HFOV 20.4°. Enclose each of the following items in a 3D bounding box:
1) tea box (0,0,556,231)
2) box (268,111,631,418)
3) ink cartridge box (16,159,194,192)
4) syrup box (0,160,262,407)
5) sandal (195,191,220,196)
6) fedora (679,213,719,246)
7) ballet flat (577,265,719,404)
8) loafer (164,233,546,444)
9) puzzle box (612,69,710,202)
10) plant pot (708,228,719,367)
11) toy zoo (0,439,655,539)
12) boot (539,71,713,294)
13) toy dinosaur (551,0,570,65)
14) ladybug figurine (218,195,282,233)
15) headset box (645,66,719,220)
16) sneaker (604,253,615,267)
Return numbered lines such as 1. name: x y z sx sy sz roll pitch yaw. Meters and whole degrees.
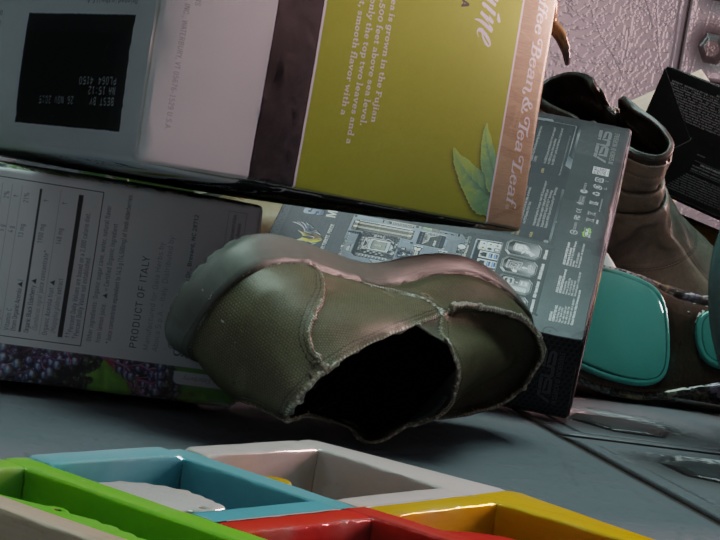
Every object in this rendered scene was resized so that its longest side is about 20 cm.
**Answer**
1. tea box: -0.059 -0.099 0.811 0.196 0.134 0.200 10 0 -42
2. box: 0.043 -0.018 0.983 0.157 0.051 0.200 12 34 7
3. ink cartridge box: -0.130 -0.034 1.054 0.059 0.104 0.200 7 5 -25
4. syrup box: -0.145 -0.003 0.758 0.199 0.082 0.079 8 2 -19
5. sandal: -0.033 -0.005 1.261 0.201 0.057 0.080 24 -9 -29
6. fedora: 0.233 0.017 1.292 0.200 0.082 0.201 22 5 -2
7. ballet flat: 0.158 0.042 1.050 0.200 0.072 0.072 9 4 -14
8. loafer: 0.010 0.038 0.757 0.200 0.075 0.070 6 37 -51
9. puzzle box: 0.136 -0.052 1.318 0.200 0.025 0.133 -24 -24 -15
10. plant pot: 0.264 0.010 0.871 0.200 0.201 0.188 6 -10 -38
11. toy zoo: -0.005 0.070 0.516 0.131 0.021 0.200 13 6 36
12. boot: 0.170 -0.024 1.152 0.068 0.131 0.200 -35 52 -22
13. toy dinosaur: 0.040 -0.080 1.137 0.135 0.086 0.200 16 -36 7
14. ladybug figurine: 0.000 0.000 1.099 0.199 0.072 0.136 7 4 -28
15. headset box: 0.276 -0.050 1.253 0.148 0.075 0.200 27 6 31
16. sneaker: 0.096 0.023 1.188 0.082 0.077 0.200 -20 12 -16
